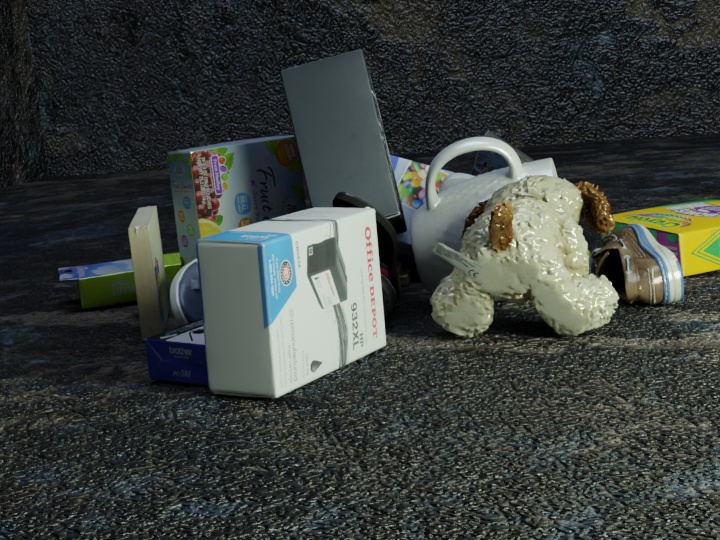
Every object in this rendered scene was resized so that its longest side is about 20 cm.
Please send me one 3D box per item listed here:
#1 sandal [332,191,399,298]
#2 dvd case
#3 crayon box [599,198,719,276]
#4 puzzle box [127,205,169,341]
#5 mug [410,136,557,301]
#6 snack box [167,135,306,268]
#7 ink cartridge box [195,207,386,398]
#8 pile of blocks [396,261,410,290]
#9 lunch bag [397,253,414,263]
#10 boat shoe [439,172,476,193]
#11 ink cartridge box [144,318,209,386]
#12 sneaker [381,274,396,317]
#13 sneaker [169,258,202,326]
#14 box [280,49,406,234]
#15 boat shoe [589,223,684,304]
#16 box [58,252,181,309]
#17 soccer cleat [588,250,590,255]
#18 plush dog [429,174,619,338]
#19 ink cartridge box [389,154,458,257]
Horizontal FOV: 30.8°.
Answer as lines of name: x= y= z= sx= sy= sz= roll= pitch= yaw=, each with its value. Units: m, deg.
sandal: x=0.006 y=-0.013 z=1.480 sx=0.074 sy=0.201 sz=0.045 roll=25 pitch=62 yaw=26
dvd case: x=0.208 y=-0.099 z=1.719 sx=0.142 sy=0.018 sz=0.200 roll=35 pitch=-17 yaw=9
crayon box: x=0.423 y=-0.046 z=1.655 sx=0.170 sy=0.059 sz=0.200 roll=-9 pitch=10 yaw=-18
puzzle box: x=-0.254 y=-0.001 z=1.577 sx=0.025 sy=0.135 sz=0.200 roll=-6 pitch=9 yaw=-5
mug: x=0.143 y=-0.060 z=1.496 sx=0.173 sy=0.202 sz=0.148 roll=-12 pitch=31 yaw=12
snack box: x=-0.150 y=-0.063 z=1.673 sx=0.167 sy=0.203 sz=0.067 roll=-12 pitch=12 yaw=-37
ink cartridge box: x=-0.062 y=0.025 z=1.268 sx=0.083 sy=0.148 sz=0.199 roll=1 pitch=12 yaw=32
pile of blocks: x=0.000 y=0.000 z=1.632 sx=0.081 sy=0.063 sz=0.199 roll=0 pitch=12 yaw=33
lunch bag: x=0.014 y=-0.063 z=1.828 sx=0.197 sy=0.129 sz=0.170 roll=-16 pitch=5 yaw=-3
boat shoe: x=0.182 y=-0.072 z=1.656 sx=0.198 sy=0.072 sz=0.068 roll=26 pitch=30 yaw=-18
ink cartridge box: x=-0.119 y=0.069 z=1.350 sx=0.093 sy=0.045 sz=0.199 roll=3 pitch=13 yaw=34
sneaker: x=-0.038 y=0.017 z=1.499 sx=0.197 sy=0.073 sz=0.083 roll=0 pitch=19 yaw=32
sneaker: x=-0.151 y=0.002 z=1.534 sx=0.084 sy=0.076 sz=0.200 roll=-21 pitch=20 yaw=30
box: x=-0.016 y=-0.140 z=1.590 sx=0.103 sy=0.203 sz=0.182 roll=-14 pitch=-5 yaw=4
boat shoe: x=0.296 y=-0.008 z=1.473 sx=0.071 sy=0.073 sz=0.200 roll=-8 pitch=10 yaw=-5
box: x=-0.310 y=0.012 z=1.790 sx=0.197 sy=0.048 sz=0.122 roll=-8 pitch=9 yaw=-13
soccer cleat: x=0.181 y=-0.024 z=1.598 sx=0.197 sy=0.085 sz=0.065 roll=-3 pitch=9 yaw=14
plush dog: x=0.167 y=-0.037 z=1.347 sx=0.197 sy=0.162 sz=0.172 roll=-3 pitch=33 yaw=22
ink cartridge box: x=0.074 y=-0.079 z=1.710 sx=0.197 sy=0.121 sz=0.042 roll=15 pitch=-22 yaw=7
